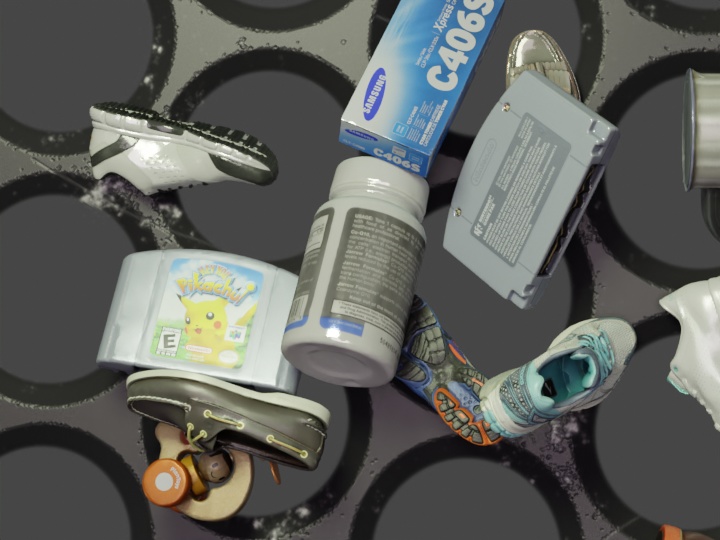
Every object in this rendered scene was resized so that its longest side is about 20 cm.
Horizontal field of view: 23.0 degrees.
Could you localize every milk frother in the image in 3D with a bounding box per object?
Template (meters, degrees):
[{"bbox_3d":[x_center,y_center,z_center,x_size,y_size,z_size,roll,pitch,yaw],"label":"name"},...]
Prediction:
[{"bbox_3d":[0.398,-0.100,1.636,0.187,0.200,0.182,0,92,6],"label":"milk frother"}]

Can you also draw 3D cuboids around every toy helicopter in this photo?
[{"bbox_3d":[-0.137,0.147,1.747,0.131,0.079,0.201,0,76,12],"label":"toy helicopter"}]

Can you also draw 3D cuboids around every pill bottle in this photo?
[{"bbox_3d":[0.000,0.000,1.689,0.113,0.114,0.201,12,67,6],"label":"pill bottle"}]

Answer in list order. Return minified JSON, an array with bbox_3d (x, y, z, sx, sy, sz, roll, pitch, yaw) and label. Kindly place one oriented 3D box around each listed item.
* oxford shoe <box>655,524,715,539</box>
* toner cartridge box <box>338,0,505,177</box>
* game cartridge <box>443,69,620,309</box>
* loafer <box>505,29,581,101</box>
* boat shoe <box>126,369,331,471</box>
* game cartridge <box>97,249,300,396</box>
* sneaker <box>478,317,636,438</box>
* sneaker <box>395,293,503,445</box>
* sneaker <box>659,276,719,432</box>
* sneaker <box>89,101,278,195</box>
[{"bbox_3d":[0.305,0.350,1.698,0.072,0.071,0.201,12,89,1],"label":"oxford shoe"},{"bbox_3d":[0.061,-0.195,1.708,0.095,0.043,0.201,22,64,7],"label":"toner cartridge box"},{"bbox_3d":[0.156,-0.081,1.689,0.133,0.040,0.201,40,118,31],"label":"game cartridge"},{"bbox_3d":[0.183,-0.140,1.725,0.071,0.063,0.201,-8,88,6],"label":"loafer"},{"bbox_3d":[-0.131,0.143,1.682,0.200,0.072,0.061,10,63,4],"label":"boat shoe"},{"bbox_3d":[-0.148,0.048,1.737,0.199,0.041,0.134,8,63,7],"label":"game cartridge"},{"bbox_3d":[0.207,0.097,1.665,0.200,0.086,0.078,-30,89,-38],"label":"sneaker"},{"bbox_3d":[0.074,0.100,1.727,0.075,0.078,0.200,-39,68,-1],"label":"sneaker"},{"bbox_3d":[0.342,0.111,1.708,0.088,0.075,0.201,-15,81,18],"label":"sneaker"},{"bbox_3d":[-0.178,-0.110,1.766,0.199,0.074,0.080,15,104,10],"label":"sneaker"}]
